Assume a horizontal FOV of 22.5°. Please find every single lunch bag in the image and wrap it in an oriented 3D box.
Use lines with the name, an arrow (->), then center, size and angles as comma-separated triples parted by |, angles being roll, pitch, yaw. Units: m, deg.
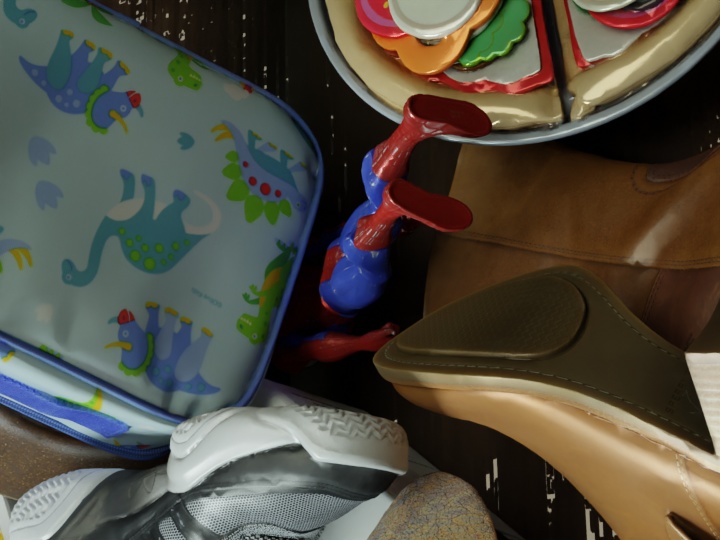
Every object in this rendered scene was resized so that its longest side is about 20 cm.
lunch bag -> -0.123, -0.023, 0.725 | 0.082, 0.199, 0.162 | -26, 43, 56

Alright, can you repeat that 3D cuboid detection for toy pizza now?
toy pizza -> 0.066, -0.144, 0.714 | 0.199, 0.032, 0.201 | -9, 65, 20

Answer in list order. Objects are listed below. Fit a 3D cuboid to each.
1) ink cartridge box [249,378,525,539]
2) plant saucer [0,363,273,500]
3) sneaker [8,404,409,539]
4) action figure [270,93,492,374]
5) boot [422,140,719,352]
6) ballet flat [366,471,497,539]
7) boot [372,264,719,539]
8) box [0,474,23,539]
ink cartridge box -> 0.007, 0.159, 0.716 | 0.200, 0.084, 0.145 | 36, 100, 39
plant saucer -> -0.120, 0.002, 0.789 | 0.034, 0.199, 0.202 | 152, 122, -61
sneaker -> -0.056, 0.122, 0.677 | 0.199, 0.075, 0.115 | -22, 64, 39
action figure -> 0.000, 0.000, 0.739 | 0.200, 0.051, 0.066 | 134, 148, -60
boot -> 0.122, -0.040, 0.713 | 0.199, 0.068, 0.189 | 11, 89, 49
ballet flat -> 0.002, 0.166, 0.620 | 0.068, 0.067, 0.201 | 3, 79, 37
boot -> 0.100, 0.082, 0.639 | 0.199, 0.074, 0.155 | 3, 123, 45
box -> -0.182, 0.043, 0.845 | 0.101, 0.112, 0.201 | -21, 84, 32
